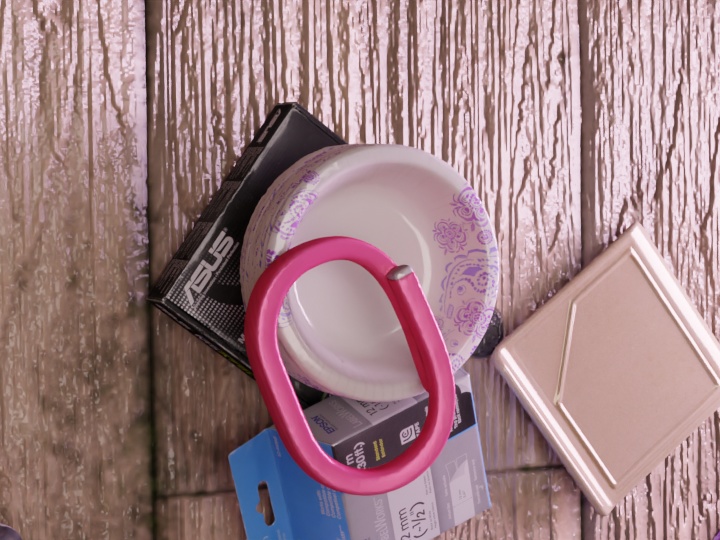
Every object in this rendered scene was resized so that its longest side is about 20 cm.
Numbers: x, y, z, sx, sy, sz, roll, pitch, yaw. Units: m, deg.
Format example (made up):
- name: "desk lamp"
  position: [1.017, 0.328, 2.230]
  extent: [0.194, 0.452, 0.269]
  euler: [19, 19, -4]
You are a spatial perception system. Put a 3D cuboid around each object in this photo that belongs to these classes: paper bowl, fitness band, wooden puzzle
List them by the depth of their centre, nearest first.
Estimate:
- name: "fitness band"
  position: [-0.006, 0.072, 1.602]
  extent: [0.144, 0.037, 0.200]
  euler: [-27, 103, -20]
- name: "paper bowl"
  position: [0.000, 0.000, 1.676]
  extent: [0.201, 0.104, 0.201]
  euler: [-2, 95, -26]
- name: "wooden puzzle"
  position: [0.225, 0.086, 1.874]
  extent: [0.200, 0.037, 0.185]
  euler: [-42, 107, -22]

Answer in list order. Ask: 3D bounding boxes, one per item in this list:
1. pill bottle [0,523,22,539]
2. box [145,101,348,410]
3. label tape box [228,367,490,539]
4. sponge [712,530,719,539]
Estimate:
- name: "pill bottle"
  position: [-0.293, 0.261, 1.601]
  extent: [0.106, 0.106, 0.200]
  euler: [-17, 99, -23]
- name: "box"
  position: [-0.043, -0.003, 1.738]
  extent: [0.193, 0.048, 0.200]
  euler: [39, 77, -24]
- name: "label tape box"
  position: [0.002, 0.169, 1.729]
  extent: [0.200, 0.066, 0.143]
  euler: [-27, 127, -23]
- name: "sponge"
  position: [0.389, 0.314, 1.957]
  extent: [0.112, 0.030, 0.200]
  euler: [-46, 108, -16]
